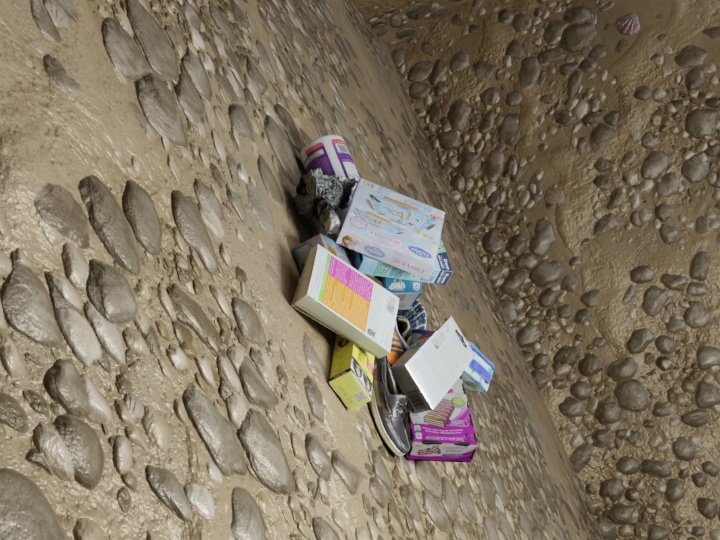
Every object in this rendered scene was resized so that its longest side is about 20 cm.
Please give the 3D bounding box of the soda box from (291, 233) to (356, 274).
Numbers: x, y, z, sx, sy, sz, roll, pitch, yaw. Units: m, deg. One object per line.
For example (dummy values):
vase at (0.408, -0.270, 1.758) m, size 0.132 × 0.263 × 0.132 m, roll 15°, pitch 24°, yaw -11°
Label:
soda box at (-0.058, -0.014, 1.651) m, size 0.064 × 0.068 × 0.200 m, roll 67°, pitch 15°, yaw 18°

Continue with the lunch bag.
lunch bag at (0.204, 0.202, 1.855) m, size 0.200 × 0.160 × 0.083 m, roll 41°, pitch 66°, yaw -50°

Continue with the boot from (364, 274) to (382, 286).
boot at (-0.019, 0.064, 1.599) m, size 0.200 × 0.075 × 0.097 m, roll 3°, pitch 59°, yaw -47°

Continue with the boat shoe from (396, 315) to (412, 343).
boat shoe at (0.081, 0.136, 1.854) m, size 0.200 × 0.066 × 0.074 m, roll 36°, pitch 30°, yaw -58°

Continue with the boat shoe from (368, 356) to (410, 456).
boat shoe at (0.056, 0.253, 1.584) m, size 0.072 × 0.065 × 0.200 m, roll 28°, pitch 38°, yaw -65°

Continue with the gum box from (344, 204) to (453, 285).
gum box at (0.077, -0.054, 1.728) m, size 0.199 × 0.045 × 0.170 m, roll 7°, pitch 42°, yaw -20°

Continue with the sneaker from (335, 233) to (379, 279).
sneaker at (0.000, 0.000, 1.828) m, size 0.085 × 0.075 × 0.201 m, roll 46°, pitch 28°, yaw -63°

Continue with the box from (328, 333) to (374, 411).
box at (-0.013, 0.168, 1.530) m, size 0.075 × 0.050 × 0.200 m, roll 56°, pitch 16°, yaw -19°

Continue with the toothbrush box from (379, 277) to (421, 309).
toothbrush box at (0.080, -0.025, 1.875) m, size 0.146 × 0.085 × 0.201 m, roll 113°, pitch -24°, yaw -70°

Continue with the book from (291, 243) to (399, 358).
book at (-0.019, 0.054, 1.514) m, size 0.200 × 0.048 × 0.134 m, roll 34°, pitch 45°, yaw -22°

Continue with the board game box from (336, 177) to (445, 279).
board game box at (0.066, -0.089, 1.692) m, size 0.199 × 0.041 × 0.200 m, roll 22°, pitch 38°, yaw -3°

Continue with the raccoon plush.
raccoon plush at (-0.051, -0.128, 1.718) m, size 0.134 × 0.097 × 0.200 m, roll 7°, pitch 46°, yaw -35°

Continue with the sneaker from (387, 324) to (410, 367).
sneaker at (0.031, 0.134, 1.684) m, size 0.200 × 0.078 × 0.112 m, roll 53°, pitch 27°, yaw 10°

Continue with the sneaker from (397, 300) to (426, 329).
sneaker at (0.128, 0.102, 2.056) m, size 0.085 × 0.077 × 0.200 m, roll 51°, pitch 20°, yaw -50°

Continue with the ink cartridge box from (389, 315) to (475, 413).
ink cartridge box at (0.150, 0.188, 1.690) m, size 0.200 × 0.050 × 0.109 m, roll -41°, pitch 103°, yaw -46°

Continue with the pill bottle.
pill bottle at (-0.055, -0.196, 1.883) m, size 0.111 × 0.111 × 0.200 m, roll 26°, pitch 40°, yaw -65°

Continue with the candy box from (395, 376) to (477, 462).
candy box at (0.152, 0.292, 1.693) m, size 0.200 × 0.136 × 0.061 m, roll -99°, pitch -163°, yaw -51°
